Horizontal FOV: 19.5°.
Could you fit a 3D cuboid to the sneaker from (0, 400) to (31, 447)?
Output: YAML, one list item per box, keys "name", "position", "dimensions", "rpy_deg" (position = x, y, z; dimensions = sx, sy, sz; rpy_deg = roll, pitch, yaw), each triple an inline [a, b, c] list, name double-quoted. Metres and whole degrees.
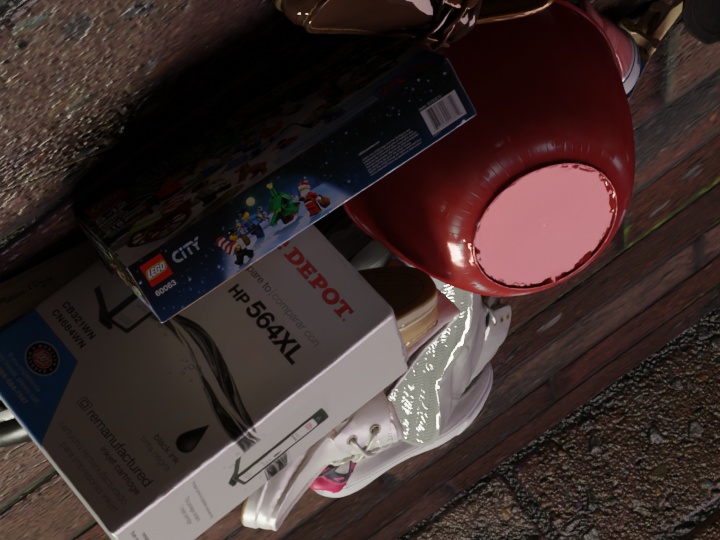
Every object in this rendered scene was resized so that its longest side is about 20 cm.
- name: "sneaker"
  position: [-0.147, 0.094, 1.329]
  dimensions: [0.200, 0.090, 0.070]
  rpy_deg: [-19, -166, 7]

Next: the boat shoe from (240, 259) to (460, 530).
- name: "boat shoe"
  position: [-0.003, 0.089, 1.341]
  dimensions: [0.200, 0.069, 0.071]
  rpy_deg: [-57, 173, -13]

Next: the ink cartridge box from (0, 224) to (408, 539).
- name: "ink cartridge box"
  position: [-0.094, 0.051, 1.195]
  dimensions: [0.200, 0.146, 0.084]
  rpy_deg: [-39, 155, -11]

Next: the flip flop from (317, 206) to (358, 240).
- name: "flip flop"
  position: [0.032, -0.037, 1.504]
  dimensions: [0.200, 0.058, 0.081]
  rpy_deg: [-37, 168, 27]

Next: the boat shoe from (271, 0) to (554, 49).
- name: "boat shoe"
  position: [0.037, -0.154, 1.096]
  dimensions: [0.200, 0.068, 0.072]
  rpy_deg: [-21, 160, -48]

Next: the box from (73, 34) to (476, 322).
- name: "box"
  position: [-0.050, -0.057, 1.130]
  dimensions: [0.200, 0.038, 0.137]
  rpy_deg: [-34, -158, -9]

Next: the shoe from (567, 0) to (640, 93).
- name: "shoe"
  position: [0.085, -0.111, 1.385]
  dimensions: [0.200, 0.072, 0.091]
  rpy_deg: [-32, 151, 17]

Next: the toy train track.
- name: "toy train track"
  position: [0.183, -0.145, 1.477]
  dimensions: [0.115, 0.032, 0.200]
  rpy_deg: [-56, -178, 36]

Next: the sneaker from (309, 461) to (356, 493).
- name: "sneaker"
  position: [-0.077, 0.110, 1.537]
  dimensions: [0.081, 0.075, 0.200]
  rpy_deg: [12, 178, -40]

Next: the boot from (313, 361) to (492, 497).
- name: "boot"
  position: [0.040, 0.100, 1.657]
  dimensions: [0.200, 0.074, 0.096]
  rpy_deg: [-35, 159, -32]

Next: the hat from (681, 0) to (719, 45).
- name: "hat"
  position: [0.251, -0.240, 1.319]
  dimensions: [0.200, 0.081, 0.201]
  rpy_deg: [-37, 160, -16]

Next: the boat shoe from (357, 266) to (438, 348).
- name: "boat shoe"
  position: [-0.038, 0.066, 1.277]
  dimensions: [0.200, 0.074, 0.069]
  rpy_deg: [-26, 125, -5]

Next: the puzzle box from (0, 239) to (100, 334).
- name: "puzzle box"
  position: [-0.204, 0.038, 1.249]
  dimensions: [0.200, 0.025, 0.133]
  rpy_deg: [-28, 165, -30]

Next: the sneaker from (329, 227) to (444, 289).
- name: "sneaker"
  position: [0.000, 0.000, 1.448]
  dimensions: [0.073, 0.071, 0.200]
  rpy_deg: [8, 145, -35]

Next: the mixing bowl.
- name: "mixing bowl"
  position: [0.092, -0.058, 1.287]
  dimensions: [0.200, 0.108, 0.200]
  rpy_deg: [-13, 132, -14]

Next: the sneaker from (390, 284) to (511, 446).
- name: "sneaker"
  position: [0.067, 0.025, 1.550]
  dimensions: [0.116, 0.074, 0.200]
  rpy_deg: [-52, 161, -40]
